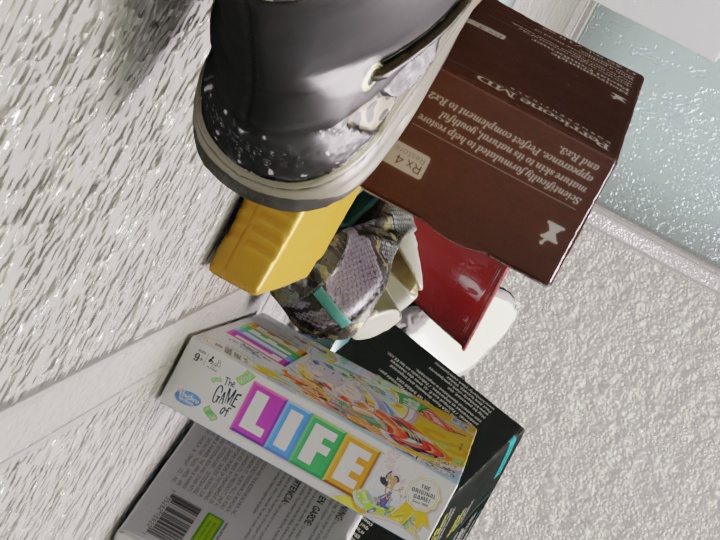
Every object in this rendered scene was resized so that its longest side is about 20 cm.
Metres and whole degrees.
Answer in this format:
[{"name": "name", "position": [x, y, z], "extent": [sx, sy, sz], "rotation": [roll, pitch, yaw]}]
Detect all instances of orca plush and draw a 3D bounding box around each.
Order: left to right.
[{"name": "orca plush", "position": [0.023, 0.064, 1.373], "extent": [0.200, 0.071, 0.105], "rotation": [-44, 125, -22]}]

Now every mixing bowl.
[{"name": "mixing bowl", "position": [0.072, -0.056, 1.277], "extent": [0.200, 0.108, 0.200], "rotation": [-62, 176, -7]}]

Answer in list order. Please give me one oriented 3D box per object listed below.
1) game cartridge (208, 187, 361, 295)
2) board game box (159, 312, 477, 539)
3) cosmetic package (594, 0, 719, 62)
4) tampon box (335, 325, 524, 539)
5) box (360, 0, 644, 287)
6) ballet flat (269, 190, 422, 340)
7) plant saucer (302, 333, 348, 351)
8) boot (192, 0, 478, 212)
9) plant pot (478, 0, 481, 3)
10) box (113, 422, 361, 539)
[{"name": "game cartridge", "position": [0.003, -0.086, 0.822], "extent": [0.200, 0.032, 0.176], "rotation": [-60, 176, 5]}, {"name": "board game box", "position": [-0.013, 0.071, 0.903], "extent": [0.034, 0.134, 0.200], "rotation": [-62, 176, 4]}, {"name": "cosmetic package", "position": [0.372, -0.384, 2.148], "extent": [0.200, 0.200, 0.123], "rotation": [-64, 178, 27]}, {"name": "tampon box", "position": [-0.017, 0.156, 1.183], "extent": [0.200, 0.126, 0.150], "rotation": [-37, 158, -44]}, {"name": "box", "position": [0.075, -0.070, 0.910], "extent": [0.075, 0.100, 0.200], "rotation": [-63, 178, 22]}, {"name": "ballet flat", "position": [0.000, 0.000, 1.024], "extent": [0.072, 0.072, 0.200], "rotation": [-63, 175, 16]}, {"name": "plant saucer", "position": [-0.033, 0.067, 1.367], "extent": [0.200, 0.027, 0.200], "rotation": [-62, 175, -9]}, {"name": "boot", "position": [0.017, -0.123, 0.457], "extent": [0.204, 0.073, 0.154], "rotation": [-62, 173, -13]}, {"name": "plant pot", "position": [0.045, -0.134, 1.006], "extent": [0.200, 0.027, 0.200], "rotation": [-61, 175, -9]}, {"name": "box", "position": [-0.086, 0.188, 0.994], "extent": [0.113, 0.101, 0.200], "rotation": [-56, 173, -50]}]
